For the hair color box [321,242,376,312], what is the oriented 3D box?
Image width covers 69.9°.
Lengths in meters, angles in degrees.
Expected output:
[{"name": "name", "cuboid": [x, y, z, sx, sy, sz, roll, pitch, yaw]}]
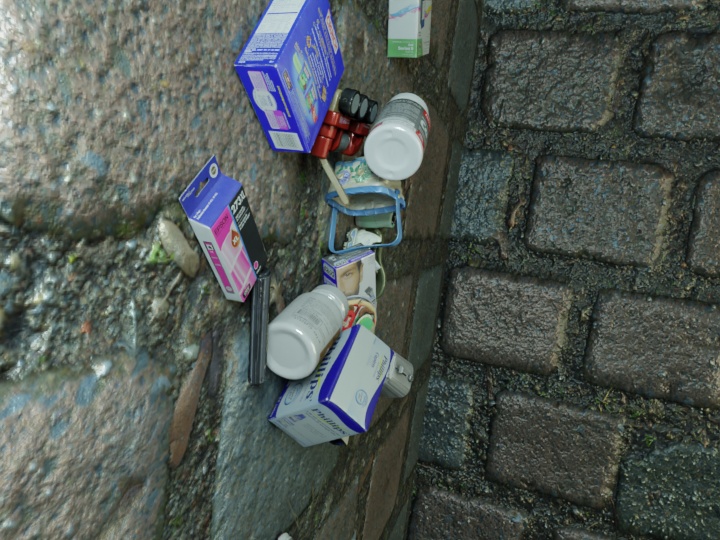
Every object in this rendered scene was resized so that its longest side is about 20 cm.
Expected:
[{"name": "hair color box", "cuboid": [-0.023, 0.049, 1.195, 0.109, 0.065, 0.202, -24, 127, -28]}]

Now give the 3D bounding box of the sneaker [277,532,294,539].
[{"name": "sneaker", "cuboid": [-0.167, 0.662, 1.081, 0.201, 0.087, 0.074, -62, 155, -45]}]

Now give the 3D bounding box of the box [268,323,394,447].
[{"name": "box", "cuboid": [-0.056, 0.226, 1.008, 0.105, 0.199, 0.185, 43, 44, -18]}]

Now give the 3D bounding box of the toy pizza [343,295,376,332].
[{"name": "toy pizza", "cuboid": [-0.035, 0.150, 1.176, 0.199, 0.032, 0.202, -24, 130, -32]}]

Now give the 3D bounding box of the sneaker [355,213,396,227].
[{"name": "sneaker", "cuboid": [0.057, -0.206, 1.306, 0.074, 0.117, 0.203, -15, 112, -69]}]

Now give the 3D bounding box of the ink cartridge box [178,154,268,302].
[{"name": "ink cartridge box", "cuboid": [-0.188, -0.054, 0.738, 0.201, 0.037, 0.095, 77, 27, -46]}]

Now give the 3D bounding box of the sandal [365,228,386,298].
[{"name": "sandal", "cuboid": [0.023, -0.020, 1.392, 0.057, 0.079, 0.203, -25, 117, -49]}]

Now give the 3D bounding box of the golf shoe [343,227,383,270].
[{"name": "golf shoe", "cuboid": [0.000, 0.000, 1.267, 0.078, 0.096, 0.202, 9, 92, -75]}]

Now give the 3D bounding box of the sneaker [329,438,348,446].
[{"name": "sneaker", "cuboid": [-0.049, 0.393, 1.362, 0.199, 0.080, 0.116, -7, 109, -65]}]

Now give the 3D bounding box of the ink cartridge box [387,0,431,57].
[{"name": "ink cartridge box", "cuboid": [0.130, -0.673, 1.356, 0.145, 0.087, 0.202, -50, 144, -58]}]

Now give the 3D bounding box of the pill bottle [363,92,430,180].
[{"name": "pill bottle", "cuboid": [0.080, -0.274, 1.031, 0.201, 0.113, 0.115, -71, 161, -50]}]

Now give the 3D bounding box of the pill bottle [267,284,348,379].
[{"name": "pill bottle", "cuboid": [-0.097, 0.106, 0.977, 0.200, 0.113, 0.115, -48, 144, -60]}]

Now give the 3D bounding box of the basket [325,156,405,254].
[{"name": "basket", "cuboid": [0.008, -0.141, 1.109, 0.139, 0.175, 0.202, 15, 71, -58]}]

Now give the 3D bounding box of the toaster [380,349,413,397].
[{"name": "toaster", "cuboid": [0.042, 0.279, 1.432, 0.129, 0.198, 0.115, 48, 50, -46]}]

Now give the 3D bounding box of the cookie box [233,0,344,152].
[{"name": "cookie box", "cuboid": [-0.100, -0.319, 0.810, 0.172, 0.074, 0.201, 70, 33, -57]}]

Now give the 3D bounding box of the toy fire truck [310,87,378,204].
[{"name": "toy fire truck", "cuboid": [-0.040, -0.244, 0.999, 0.176, 0.128, 0.202, -25, 134, -70]}]

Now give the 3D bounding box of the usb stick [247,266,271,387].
[{"name": "usb stick", "cuboid": [-0.169, 0.095, 0.859, 0.055, 0.032, 0.202, -127, -139, -72]}]
